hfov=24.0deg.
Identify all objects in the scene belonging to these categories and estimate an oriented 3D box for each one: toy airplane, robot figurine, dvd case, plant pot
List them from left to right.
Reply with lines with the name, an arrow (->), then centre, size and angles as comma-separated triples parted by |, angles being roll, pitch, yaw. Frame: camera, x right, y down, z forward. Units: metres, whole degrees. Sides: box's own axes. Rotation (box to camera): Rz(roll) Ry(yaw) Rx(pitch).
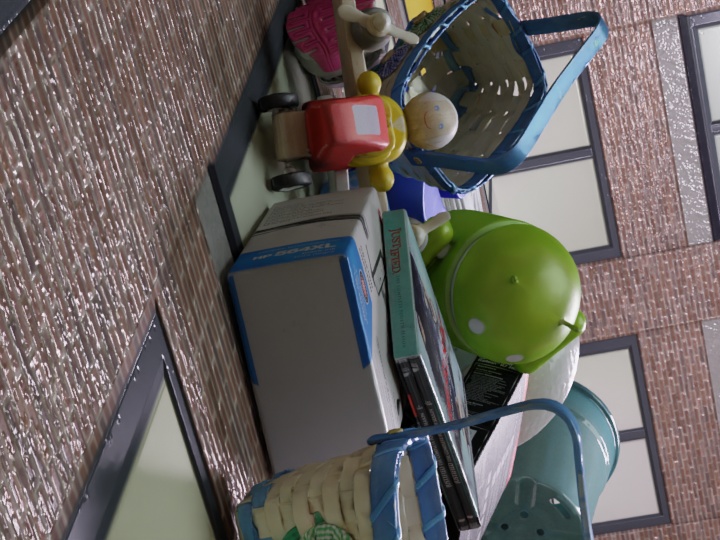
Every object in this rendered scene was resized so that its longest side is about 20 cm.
toy airplane -> 0.009, -0.104, 1.332 | 0.200, 0.140, 0.200 | -91, 167, -47
dvd case -> 0.052, 0.074, 1.234 | 0.146, 0.022, 0.200 | -94, 169, -46
robot figurine -> 0.105, 0.012, 1.404 | 0.175, 0.116, 0.200 | 35, -7, -25
plant pot -> 0.204, 0.258, 2.028 | 0.196, 0.199, 0.201 | -66, 146, -60

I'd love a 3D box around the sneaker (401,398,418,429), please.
sneaker -> 0.010, 0.127, 1.224 | 0.200, 0.074, 0.081 | -45, 157, -86

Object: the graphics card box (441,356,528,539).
graphics card box -> 0.088, 0.169, 1.416 | 0.200, 0.051, 0.126 | -55, 155, -57

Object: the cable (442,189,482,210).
cable -> 0.119, -0.097, 2.219 | 0.200, 0.069, 0.201 | 69, 14, -48

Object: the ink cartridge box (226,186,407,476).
ink cartridge box -> -0.021, 0.037, 1.165 | 0.200, 0.084, 0.147 | -68, 146, -73

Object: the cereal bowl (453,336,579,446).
cereal bowl -> 0.096, 0.066, 1.561 | 0.083, 0.199, 0.201 | 29, 48, -52

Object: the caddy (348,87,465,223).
caddy -> 0.036, -0.096, 1.620 | 0.200, 0.105, 0.142 | 66, 39, -62

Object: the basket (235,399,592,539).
basket -> 0.040, 0.175, 0.968 | 0.139, 0.199, 0.177 | -22, 100, -81

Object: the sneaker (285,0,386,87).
sneaker -> -0.013, -0.202, 1.494 | 0.200, 0.081, 0.089 | -78, 154, -65

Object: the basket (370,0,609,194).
basket -> 0.097, -0.149, 1.439 | 0.177, 0.199, 0.139 | -53, 128, -27

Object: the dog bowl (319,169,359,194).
dog bowl -> 0.000, 0.000, 1.449 | 0.112, 0.049, 0.201 | 68, 15, -51
